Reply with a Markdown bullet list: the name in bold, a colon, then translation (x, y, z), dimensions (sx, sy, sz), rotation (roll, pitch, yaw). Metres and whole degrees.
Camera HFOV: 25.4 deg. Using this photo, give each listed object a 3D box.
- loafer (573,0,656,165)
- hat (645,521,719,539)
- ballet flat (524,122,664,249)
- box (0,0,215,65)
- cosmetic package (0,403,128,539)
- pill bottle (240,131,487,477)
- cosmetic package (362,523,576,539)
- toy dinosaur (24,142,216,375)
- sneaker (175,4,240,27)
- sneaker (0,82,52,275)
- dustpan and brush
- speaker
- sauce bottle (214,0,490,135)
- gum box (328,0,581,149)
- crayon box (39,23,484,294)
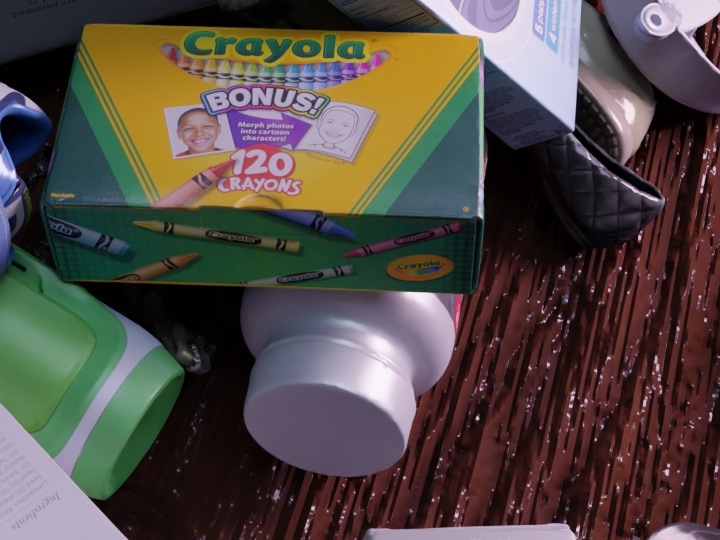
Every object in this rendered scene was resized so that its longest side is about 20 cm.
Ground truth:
- **loafer**: translation (0.111, -0.147, 0.990), dimensions (0.068, 0.076, 0.201), rotation (-25, 79, -41)
- **hat**: translation (0.177, 0.217, 0.739), dimensions (0.199, 0.081, 0.202), rotation (18, 49, -22)
- **ballet flat**: translation (0.106, -0.105, 0.929), dimensions (0.201, 0.057, 0.066), rotation (58, 19, -3)
- **box**: translation (-0.144, -0.249, 0.872), dimensions (0.199, 0.131, 0.200), rotation (-19, 66, -16)
- **cosmetic package**: translation (-0.146, 0.141, 0.688), dimensions (0.200, 0.102, 0.071), rotation (43, 55, 15)
- **pill bottle**: translation (0.000, 0.000, 0.825), dimensions (0.110, 0.111, 0.201), rotation (17, 53, -5)
- **cosmetic package**: translation (0.053, 0.221, 0.702), dimensions (0.106, 0.090, 0.201), rotation (1, 52, -16)
- **toy dinosaur**: translation (-0.133, -0.023, 0.840), dimensions (0.088, 0.047, 0.201), rotation (11, 47, -36)
- **sneaker**: translation (-0.091, -0.198, 0.962), dimensions (0.199, 0.067, 0.090), rotation (1, 61, -13)
- **sneaker**: translation (-0.190, -0.019, 0.697), dimensions (0.082, 0.074, 0.201), rotation (16, 49, -11)
- **dustpan and brush**: translation (0.183, -0.148, 0.952), dimensions (0.140, 0.057, 0.200), rotation (56, 33, 2)
- **speaker**: translation (-0.187, 0.026, 0.766), dimensions (0.199, 0.089, 0.089), rotation (31, 53, 6)
- **sauce bottle**: translation (0.004, -0.125, 0.890), dimensions (0.200, 0.064, 0.065), rotation (32, 39, -45)
- **gum box**: translation (0.045, -0.185, 0.829), dimensions (0.200, 0.044, 0.171), rotation (32, 55, -42)
- **crayon box**: translation (-0.041, -0.054, 0.760), dimensions (0.198, 0.058, 0.119), rotation (2, 51, 2)
